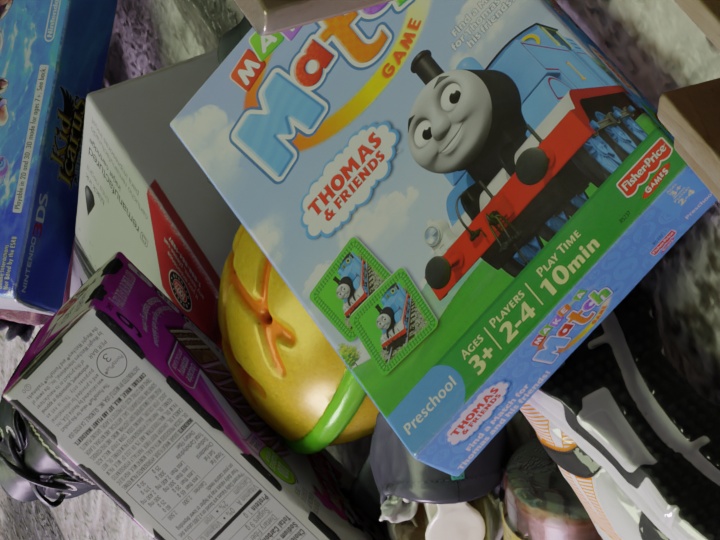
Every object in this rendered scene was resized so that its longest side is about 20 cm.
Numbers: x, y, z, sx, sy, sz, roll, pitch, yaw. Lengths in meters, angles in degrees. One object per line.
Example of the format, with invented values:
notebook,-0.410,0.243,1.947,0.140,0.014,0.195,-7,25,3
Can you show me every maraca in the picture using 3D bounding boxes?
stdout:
maraca,0.000,0.000,1.065,0.200,0.106,0.138,124,152,-54

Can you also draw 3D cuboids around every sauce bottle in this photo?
sauce bottle,0.094,0.164,1.047,0.065,0.064,0.201,40,144,48

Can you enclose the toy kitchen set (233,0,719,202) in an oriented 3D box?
toy kitchen set,0.074,-0.060,0.774,0.200,0.180,0.164,55,153,40

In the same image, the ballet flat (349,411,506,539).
ballet flat,0.032,0.099,1.070,0.073,0.073,0.200,63,171,16

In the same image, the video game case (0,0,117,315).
video game case,-0.229,-0.083,1.361,0.180,0.045,0.201,4,80,34

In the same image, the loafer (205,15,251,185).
loafer,-0.027,-0.097,1.096,0.068,0.070,0.201,59,154,23

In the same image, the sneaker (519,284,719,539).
sneaker,0.098,0.067,0.953,0.200,0.073,0.080,52,152,36

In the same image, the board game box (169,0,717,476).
board game box,0.027,-0.045,0.954,0.151,0.037,0.200,-48,53,14

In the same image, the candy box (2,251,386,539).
candy box,-0.063,0.090,1.119,0.200,0.061,0.136,45,-173,-8

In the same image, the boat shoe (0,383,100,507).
boat shoe,-0.150,0.084,1.214,0.075,0.066,0.199,47,180,-13

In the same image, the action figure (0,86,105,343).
action figure,-0.176,-0.064,1.441,0.134,0.149,0.201,27,115,28

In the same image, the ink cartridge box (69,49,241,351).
ink cartridge box,-0.082,0.011,1.277,0.145,0.083,0.200,55,153,29
